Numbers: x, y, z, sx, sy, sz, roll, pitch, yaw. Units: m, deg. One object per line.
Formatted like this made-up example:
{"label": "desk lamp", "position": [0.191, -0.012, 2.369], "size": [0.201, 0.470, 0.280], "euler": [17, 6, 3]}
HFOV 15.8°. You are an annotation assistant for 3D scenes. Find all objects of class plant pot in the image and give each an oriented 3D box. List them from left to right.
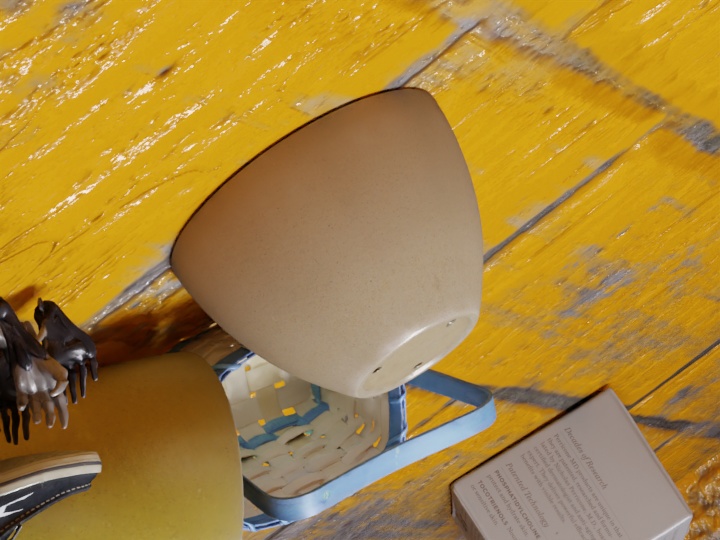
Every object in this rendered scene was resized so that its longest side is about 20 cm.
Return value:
{"label": "plant pot", "position": [-0.179, 0.151, 1.675], "size": [0.142, 0.200, 0.200], "euler": [2, 148, -26]}
{"label": "plant pot", "position": [0.000, 0.000, 1.633], "size": [0.200, 0.135, 0.200], "euler": [-31, 163, -11]}

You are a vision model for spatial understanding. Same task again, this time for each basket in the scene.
{"label": "basket", "position": [-0.029, 0.097, 1.738], "size": [0.176, 0.139, 0.200], "euler": [-22, -158, -27]}

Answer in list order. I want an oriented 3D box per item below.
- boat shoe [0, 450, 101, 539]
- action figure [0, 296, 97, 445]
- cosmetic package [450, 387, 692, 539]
{"label": "boat shoe", "position": [-0.235, 0.154, 1.498], "size": [0.200, 0.062, 0.075], "euler": [-24, -172, -33]}
{"label": "action figure", "position": [-0.219, 0.064, 1.457], "size": [0.119, 0.102, 0.200], "euler": [-27, 168, 18]}
{"label": "cosmetic package", "position": [0.221, 0.260, 2.748], "size": [0.200, 0.166, 0.167], "euler": [-31, 164, -8]}
